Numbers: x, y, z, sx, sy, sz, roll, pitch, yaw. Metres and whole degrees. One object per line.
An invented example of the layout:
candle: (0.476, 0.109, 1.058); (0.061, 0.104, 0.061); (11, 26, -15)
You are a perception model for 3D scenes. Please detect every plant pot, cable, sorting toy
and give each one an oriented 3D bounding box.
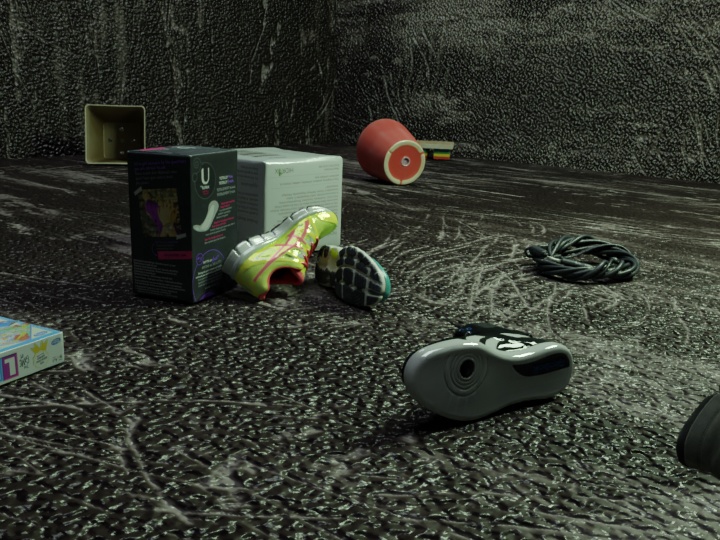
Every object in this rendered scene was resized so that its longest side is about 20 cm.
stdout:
plant pot: (0.107, -0.364, 2.364); (0.199, 0.202, 0.177); (-3, 23, -21)
cable: (0.391, -0.023, 1.270); (0.198, 0.051, 0.163); (-3, 15, -21)
plant pot: (-0.856, -0.469, 2.640); (0.198, 0.202, 0.177); (-1, 3, -11)
sorting toy: (0.305, -0.524, 3.260); (0.197, 0.070, 0.200); (4, 14, 7)

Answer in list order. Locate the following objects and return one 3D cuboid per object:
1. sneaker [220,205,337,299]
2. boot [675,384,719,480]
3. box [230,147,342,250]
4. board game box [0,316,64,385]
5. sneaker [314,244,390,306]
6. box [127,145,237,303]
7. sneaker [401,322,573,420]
sneaker: (-0.100, -0.021, 1.083); (0.199, 0.078, 0.090); (-34, 74, -31)
boot: (0.292, 0.067, 0.444); (0.200, 0.068, 0.131); (-42, 28, -1)
box: (-0.166, -0.130, 1.366); (0.198, 0.173, 0.199); (14, 18, 41)
board game box: (-0.414, 0.090, 0.724); (0.134, 0.035, 0.200); (9, 16, 27)
sneaker: (0.000, 0.000, 1.081); (0.079, 0.078, 0.200); (6, 11, -24)
box: (-0.246, -0.069, 1.047); (0.105, 0.202, 0.122); (8, 14, 21)
sneaker: (0.101, 0.093, 0.734); (0.199, 0.074, 0.112); (3, 8, -33)
